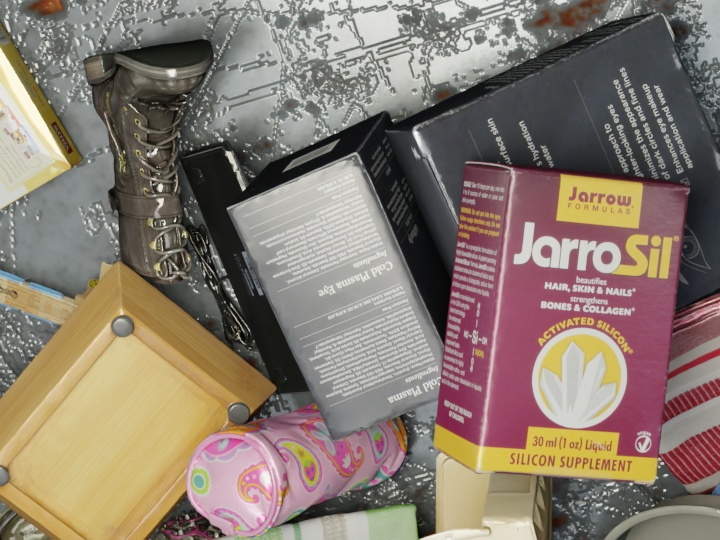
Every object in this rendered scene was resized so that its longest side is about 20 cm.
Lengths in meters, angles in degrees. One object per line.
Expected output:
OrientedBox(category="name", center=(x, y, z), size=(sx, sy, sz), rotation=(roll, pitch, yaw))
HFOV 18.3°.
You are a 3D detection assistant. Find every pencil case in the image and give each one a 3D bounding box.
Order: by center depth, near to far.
OrientedBox(category="pencil case", center=(-0.043, 0.141, 1.651), size=(0.087, 0.200, 0.088), rotation=(4, 98, 29))

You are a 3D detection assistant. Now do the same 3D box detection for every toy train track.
OrientedBox(category="toy train track", center=(-0.231, 0.024, 1.733), size=(0.200, 0.033, 0.115), rotation=(20, 122, 10))

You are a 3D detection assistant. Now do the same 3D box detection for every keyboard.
OrientedBox(category="keyboard", center=(-0.087, 0.001, 1.678), size=(0.021, 0.127, 0.200), rotation=(-26, 99, -31))

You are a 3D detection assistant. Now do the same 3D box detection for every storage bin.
OrientedBox(category="storage bin", center=(0.093, 0.247, 1.651), size=(0.094, 0.200, 0.199), rotation=(1, 103, 6))

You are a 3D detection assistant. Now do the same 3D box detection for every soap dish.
OrientedBox(category="soap dish", center=(-0.183, 0.119, 1.664), size=(0.157, 0.081, 0.200), rotation=(40, 94, -14))

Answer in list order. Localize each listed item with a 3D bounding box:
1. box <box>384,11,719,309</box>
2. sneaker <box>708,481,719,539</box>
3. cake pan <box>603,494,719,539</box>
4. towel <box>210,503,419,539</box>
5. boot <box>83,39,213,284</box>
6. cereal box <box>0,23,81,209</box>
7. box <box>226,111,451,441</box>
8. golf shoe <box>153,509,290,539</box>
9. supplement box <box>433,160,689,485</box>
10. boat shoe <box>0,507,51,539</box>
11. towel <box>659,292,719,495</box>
OrientedBox(category="box", center=(0.151, -0.054, 1.590), size=(0.200, 0.117, 0.197), rotation=(-25, 98, -8))
OrientedBox(category="sneaker", center=(0.352, 0.215, 1.685), size=(0.199, 0.071, 0.083), rotation=(24, 129, -1))
OrientedBox(category="cake pan", center=(0.272, 0.247, 1.671), size=(0.200, 0.037, 0.200), rotation=(15, 129, 20))
OrientedBox(category="towel", center=(-0.047, 0.260, 1.682), size=(0.200, 0.031, 0.149), rotation=(-10, 114, -13))
OrientedBox(category="boot", center=(-0.145, -0.077, 1.633), size=(0.069, 0.200, 0.174), rotation=(-11, 96, -21))
OrientedBox(category="cereal box", center=(-0.335, -0.095, 1.716), size=(0.200, 0.040, 0.144), rotation=(-28, 97, 14))
OrientedBox(category="box", center=(0.000, 0.000, 1.608), size=(0.104, 0.200, 0.182), rotation=(-23, 98, 11))
OrientedBox(category="golf shoe", center=(-0.064, 0.236, 1.737), size=(0.200, 0.073, 0.092), rotation=(6, 105, 6))
OrientedBox(category="supplement box", center=(0.132, 0.033, 1.478), size=(0.131, 0.103, 0.200), rotation=(4, 94, -15))
OrientedBox(category="boat shoe", center=(-0.204, 0.180, 1.748), size=(0.200, 0.065, 0.073), rotation=(-33, 96, 13))
OrientedBox(category="towel", center=(0.270, 0.089, 1.624), size=(0.144, 0.023, 0.200), rotation=(-25, 136, 14))
